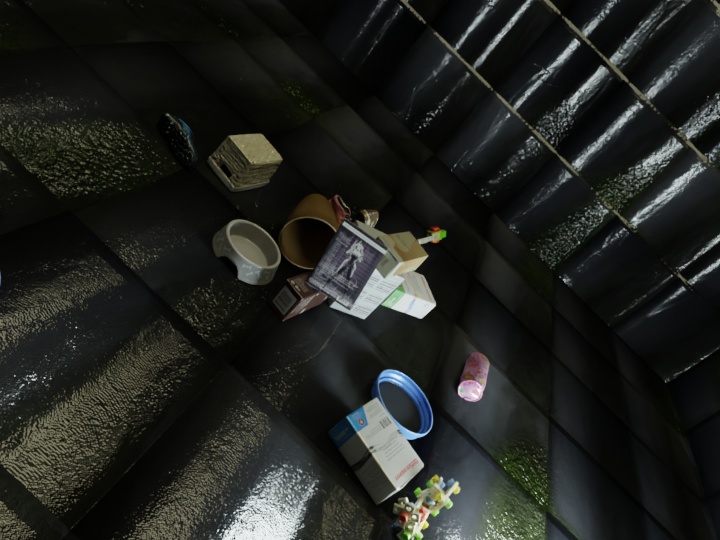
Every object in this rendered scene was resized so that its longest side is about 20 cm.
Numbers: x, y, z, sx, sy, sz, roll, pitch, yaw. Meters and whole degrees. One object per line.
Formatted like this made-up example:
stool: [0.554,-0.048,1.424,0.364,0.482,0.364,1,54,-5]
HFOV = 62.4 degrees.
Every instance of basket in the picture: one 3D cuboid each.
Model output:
basket: [-0.358,-0.346,1.875,0.136,0.123,0.200,49,27,7]

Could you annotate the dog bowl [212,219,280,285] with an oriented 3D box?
dog bowl: [-0.304,-0.056,1.630,0.199,0.059,0.202,32,31,-22]

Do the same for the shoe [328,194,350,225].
shoe: [-0.069,-0.154,2.015,0.071,0.090,0.202,3,57,-63]

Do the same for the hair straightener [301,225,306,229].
hair straightener: [-0.185,-0.180,1.973,0.077,0.041,0.200,45,28,-1]

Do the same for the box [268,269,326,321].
box: [-0.152,0.060,1.635,0.075,0.100,0.199,49,29,9]

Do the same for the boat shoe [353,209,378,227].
boat shoe: [0.013,-0.145,2.026,0.074,0.202,0.076,-21,78,-24]

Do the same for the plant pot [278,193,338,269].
plant pot: [-0.146,-0.140,1.807,0.185,0.186,0.202,32,33,-22]

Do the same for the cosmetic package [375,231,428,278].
cosmetic package: [0.107,-0.048,1.730,0.106,0.071,0.199,51,28,13]

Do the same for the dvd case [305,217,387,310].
dvd case: [-0.035,-0.015,1.600,0.148,0.202,0.016,33,-2,-19]

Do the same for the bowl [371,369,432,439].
bowl: [0.112,0.367,1.625,0.199,0.039,0.202,33,31,-22]

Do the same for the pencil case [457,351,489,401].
pencil case: [0.378,0.352,1.976,0.087,0.088,0.200,43,27,-2]

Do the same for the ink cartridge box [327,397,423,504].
ink cartridge box: [0.038,0.426,1.414,0.201,0.084,0.145,54,29,15]

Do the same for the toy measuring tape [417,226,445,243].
toy measuring tape: [0.295,-0.147,2.570,0.198,0.074,0.074,-19,65,-40]

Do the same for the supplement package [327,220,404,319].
supplement package: [0.000,0.000,1.812,0.146,0.200,0.193,22,35,-36]

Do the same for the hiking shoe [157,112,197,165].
hiking shoe: [-0.522,-0.392,1.769,0.086,0.074,0.201,-3,54,-53]

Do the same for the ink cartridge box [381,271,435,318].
ink cartridge box: [0.148,0.066,2.045,0.198,0.084,0.146,21,36,-37]

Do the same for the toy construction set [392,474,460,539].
toy construction set: [0.138,0.542,1.342,0.199,0.131,0.093,-3,52,-54]
